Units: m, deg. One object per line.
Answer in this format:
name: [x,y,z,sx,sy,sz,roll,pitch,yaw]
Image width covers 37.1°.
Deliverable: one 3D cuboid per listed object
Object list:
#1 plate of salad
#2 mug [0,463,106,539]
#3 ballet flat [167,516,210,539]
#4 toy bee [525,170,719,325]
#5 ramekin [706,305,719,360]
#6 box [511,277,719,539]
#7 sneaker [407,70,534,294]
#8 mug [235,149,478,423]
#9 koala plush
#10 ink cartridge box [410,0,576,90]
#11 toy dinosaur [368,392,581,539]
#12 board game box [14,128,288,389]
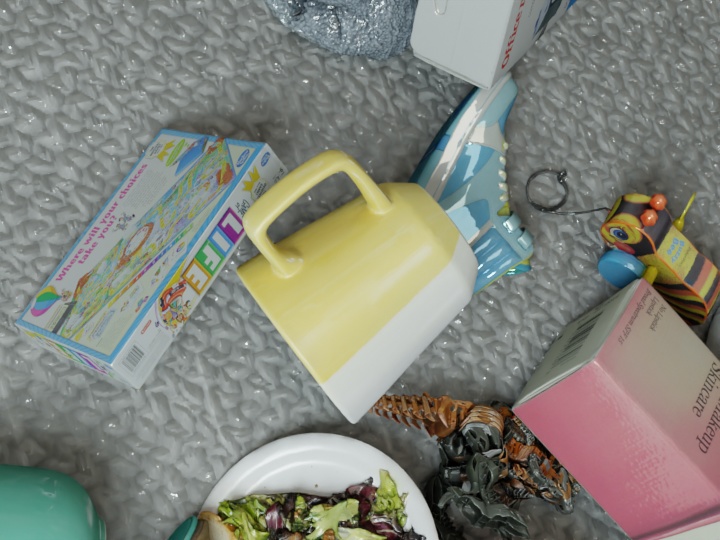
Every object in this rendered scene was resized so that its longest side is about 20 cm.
plate of salad: [-0.039,0.219,0.805,0.198,0.048,0.202,-4,66,9]
mug: [-0.240,0.219,0.735,0.113,0.186,0.153,7,51,-18]
ballet flat: [-0.133,0.249,0.735,0.072,0.200,0.068,42,110,-3]
toy bee: [0.252,-0.022,0.956,0.198,0.109,0.132,16,75,-13]
ramekin: [0.418,0.085,0.988,0.198,0.098,0.203,4,77,-17]
box: [0.247,0.131,0.898,0.200,0.109,0.128,46,46,-3]
sneaker: [0.114,-0.069,0.940,0.130,0.080,0.201,32,80,-6]
mug: [0.006,0.008,0.809,0.153,0.187,0.150,-37,75,-3]
koala plush: [0.007,-0.287,0.889,0.177,0.200,0.184,-37,90,-22]
ink cartridge box: [0.136,-0.273,0.921,0.085,0.147,0.200,29,50,16]
toy dinosaur: [0.092,0.160,0.884,0.198,0.103,0.137,17,52,0]
board game box: [-0.159,-0.017,0.814,0.201,0.134,0.034,-57,135,-19]
